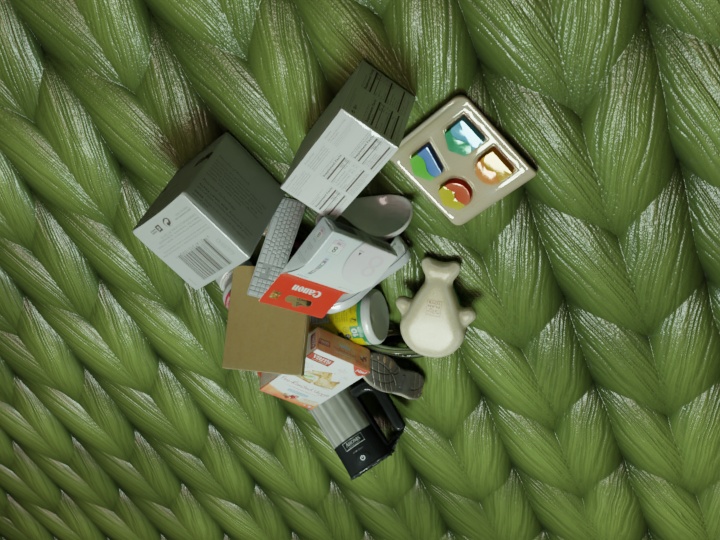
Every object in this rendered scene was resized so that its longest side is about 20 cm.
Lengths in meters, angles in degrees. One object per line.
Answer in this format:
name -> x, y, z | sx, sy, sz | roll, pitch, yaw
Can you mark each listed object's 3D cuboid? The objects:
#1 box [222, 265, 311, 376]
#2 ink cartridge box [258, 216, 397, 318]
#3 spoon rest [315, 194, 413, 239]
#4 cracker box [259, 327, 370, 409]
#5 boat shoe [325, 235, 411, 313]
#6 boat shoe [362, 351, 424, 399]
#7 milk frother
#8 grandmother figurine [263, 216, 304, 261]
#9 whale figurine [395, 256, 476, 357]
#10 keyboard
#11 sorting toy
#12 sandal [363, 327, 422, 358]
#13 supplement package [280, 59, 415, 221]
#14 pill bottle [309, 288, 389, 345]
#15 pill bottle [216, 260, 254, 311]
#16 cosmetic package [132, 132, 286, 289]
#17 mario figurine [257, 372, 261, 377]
box -> -0.175, 0.092, 1.502 | 0.163, 0.200, 0.021 | 3, 173, 18
ink cartridge box -> -0.055, 0.013, 1.390 | 0.162, 0.057, 0.200 | 19, 115, -43
spoon rest -> 0.002, -0.099, 1.456 | 0.200, 0.099, 0.061 | 1, 143, 30
cracker box -> -0.093, 0.202, 1.609 | 0.134, 0.058, 0.200 | 26, 134, -29
boat shoe -> 0.000, 0.000, 1.505 | 0.200, 0.074, 0.065 | -39, 121, -7
boat shoe -> 0.050, 0.226, 1.703 | 0.072, 0.076, 0.200 | 4, 157, 48
milk frother -> 0.001, 0.357, 1.833 | 0.188, 0.180, 0.200 | 56, 166, 14
grandmother figurine -> -0.144, -0.020, 1.545 | 0.121, 0.061, 0.200 | -25, 87, 12
whale figurine -> 0.150, 0.067, 1.559 | 0.159, 0.104, 0.200 | 8, 108, 13
keyboard -> -0.157, -0.042, 1.501 | 0.056, 0.200, 0.011 | 15, 167, 8
sorting toy -> 0.169, -0.178, 1.361 | 0.200, 0.037, 0.185 | 41, 130, -18
sandal -> 0.045, 0.143, 1.666 | 0.201, 0.057, 0.080 | 14, 173, 22
supplement package -> -0.021, -0.211, 1.314 | 0.111, 0.156, 0.200 | 33, 133, -14
pill bottle -> -0.052, 0.101, 1.630 | 0.200, 0.113, 0.113 | -6, 127, 24
pill bottle -> -0.207, 0.066, 1.603 | 0.200, 0.111, 0.111 | 49, 141, 28
cosmetic package -> -0.272, -0.108, 1.462 | 0.165, 0.200, 0.165 | -28, 117, 36
mario figurine -> -0.150, 0.210, 1.720 | 0.200, 0.106, 0.124 | -2, 98, 29
